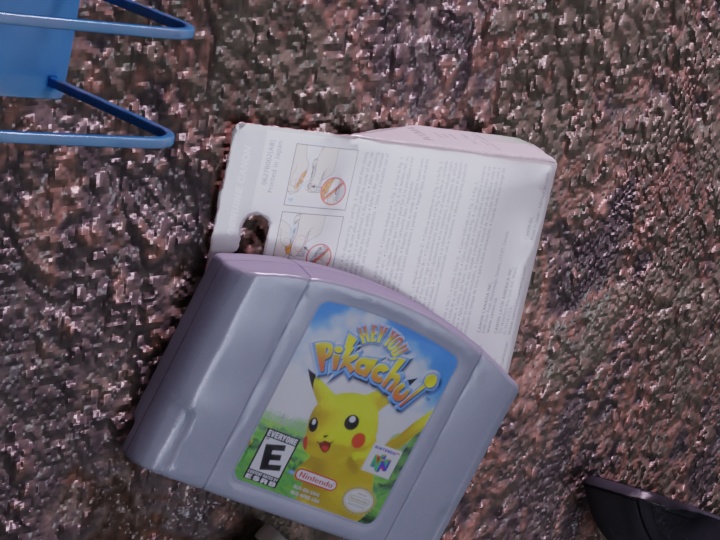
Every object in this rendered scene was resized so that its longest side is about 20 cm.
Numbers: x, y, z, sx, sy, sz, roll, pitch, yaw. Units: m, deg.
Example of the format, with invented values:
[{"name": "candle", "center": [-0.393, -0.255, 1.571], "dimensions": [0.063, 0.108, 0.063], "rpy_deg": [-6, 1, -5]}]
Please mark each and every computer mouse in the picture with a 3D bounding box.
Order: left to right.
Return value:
[{"name": "computer mouse", "center": [0.243, 0.189, 1.223], "dimensions": [0.200, 0.140, 0.046], "rpy_deg": [23, 83, -47]}]

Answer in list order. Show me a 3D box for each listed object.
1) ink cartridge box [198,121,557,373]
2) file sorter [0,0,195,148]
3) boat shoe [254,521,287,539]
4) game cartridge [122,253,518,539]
[{"name": "ink cartridge box", "center": [0.000, 0.000, 0.990], "dimensions": [0.200, 0.050, 0.161], "rpy_deg": [5, 106, -26]}, {"name": "file sorter", "center": [-0.135, -0.156, 0.719], "dimensions": [0.139, 0.123, 0.200], "rpy_deg": [-1, 110, -43]}, {"name": "boat shoe", "center": [-0.011, 0.231, 1.021], "dimensions": [0.062, 0.075, 0.200], "rpy_deg": [-41, 112, -7]}, {"name": "game cartridge", "center": [-0.013, 0.070, 0.963], "dimensions": [0.200, 0.040, 0.133], "rpy_deg": [23, 94, -32]}]
